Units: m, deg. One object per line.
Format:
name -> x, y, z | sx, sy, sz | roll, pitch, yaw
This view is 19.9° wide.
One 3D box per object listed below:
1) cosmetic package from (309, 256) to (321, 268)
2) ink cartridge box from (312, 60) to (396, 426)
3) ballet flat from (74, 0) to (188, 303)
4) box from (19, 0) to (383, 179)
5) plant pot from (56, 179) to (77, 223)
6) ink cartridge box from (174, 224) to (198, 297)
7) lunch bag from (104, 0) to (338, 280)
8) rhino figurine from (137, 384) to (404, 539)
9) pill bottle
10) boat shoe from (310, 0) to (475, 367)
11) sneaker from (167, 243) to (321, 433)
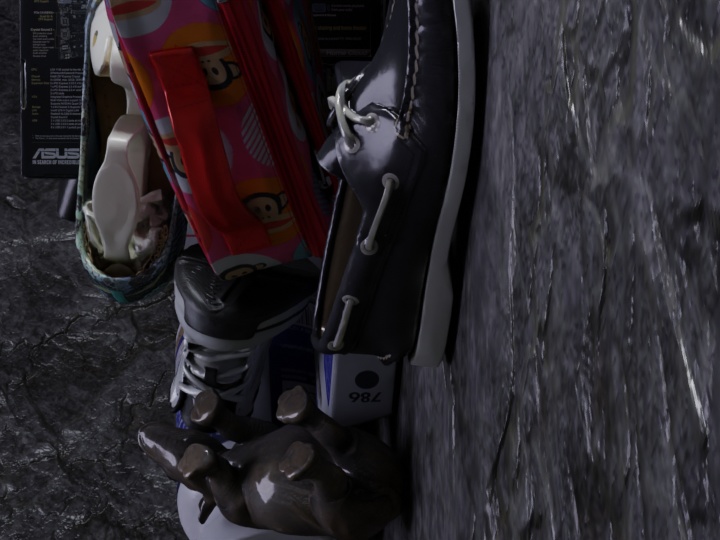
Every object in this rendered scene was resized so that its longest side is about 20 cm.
cosmetic package -> -0.027, -0.041, 1.273 | 0.200, 0.050, 0.083 | 103, 166, -66
ink cartridge box -> 0.000, 0.000, 1.078 | 0.100, 0.039, 0.201 | -97, 10, -49
ballet flat -> -0.115, -0.082, 1.065 | 0.074, 0.073, 0.202 | -145, 55, -83
box -> -0.086, -0.130, 1.119 | 0.044, 0.198, 0.162 | -101, 11, -86
plant pot -> -0.117, -0.148, 1.565 | 0.201, 0.197, 0.179 | -97, 20, -54
ink cartridge box -> -0.076, -0.072, 1.438 | 0.068, 0.116, 0.201 | -95, 8, -48
lunch bag -> -0.066, -0.099, 0.953 | 0.177, 0.081, 0.201 | -94, -11, -46
rhino figurine -> -0.055, 0.105, 1.079 | 0.199, 0.087, 0.060 | -3, 56, 50
pill bottle -> -0.054, 0.108, 1.229 | 0.201, 0.114, 0.116 | -95, 8, -47
boat shoe -> 0.011, -0.045, 0.847 | 0.074, 0.060, 0.201 | -96, 8, -51
sneaker -> -0.067, 0.044, 1.115 | 0.201, 0.075, 0.117 | -70, -6, -78
